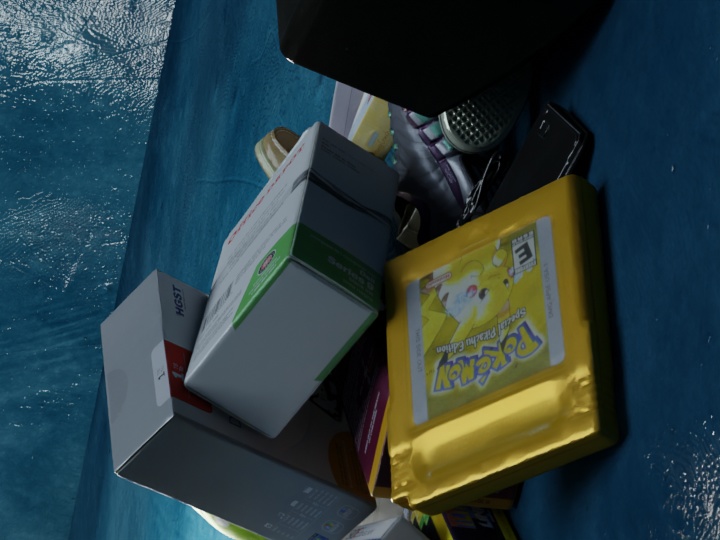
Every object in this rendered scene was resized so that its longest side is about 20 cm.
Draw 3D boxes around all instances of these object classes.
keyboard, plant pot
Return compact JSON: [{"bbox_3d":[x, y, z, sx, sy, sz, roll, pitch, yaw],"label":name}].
[{"bbox_3d":[0.100,-0.030,1.618,0.200,0.021,0.127,-61,25,14],"label":"keyboard"},{"bbox_3d":[0.039,-0.232,1.615,0.178,0.200,0.200,-52,30,36],"label":"plant pot"}]

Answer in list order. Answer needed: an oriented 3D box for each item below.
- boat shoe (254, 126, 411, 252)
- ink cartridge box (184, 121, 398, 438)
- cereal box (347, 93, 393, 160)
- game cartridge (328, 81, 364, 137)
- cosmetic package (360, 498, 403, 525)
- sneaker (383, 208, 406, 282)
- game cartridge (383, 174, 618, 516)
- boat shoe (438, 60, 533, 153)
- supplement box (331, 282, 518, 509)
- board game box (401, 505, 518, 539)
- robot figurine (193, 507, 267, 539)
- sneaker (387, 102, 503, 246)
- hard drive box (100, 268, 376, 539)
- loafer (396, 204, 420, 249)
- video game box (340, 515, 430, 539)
[{"bbox_3d":[0.001,-0.065,1.875,0.066,0.200,0.074,-57,-10,29],"label":"boat shoe"},{"bbox_3d":[-0.048,0.003,1.666,0.146,0.084,0.200,-50,16,30],"label":"ink cartridge box"},{"bbox_3d":[0.040,-0.190,1.918,0.144,0.039,0.200,121,170,-60],"label":"cereal box"},{"bbox_3d":[0.005,-0.175,2.067,0.133,0.040,0.200,-54,-23,-59],"label":"game cartridge"},{"bbox_3d":[0.006,0.187,1.887,0.200,0.082,0.051,-150,65,-77],"label":"cosmetic package"},{"bbox_3d":[0.000,0.000,1.803,0.078,0.200,0.090,-34,1,29],"label":"sneaker"},{"bbox_3d":[0.090,0.053,1.506,0.176,0.032,0.200,-26,49,33],"label":"game cartridge"},{"bbox_3d":[0.094,-0.169,1.725,0.062,0.074,0.200,108,169,-57],"label":"boat shoe"},{"bbox_3d":[0.051,0.090,1.675,0.200,0.110,0.086,-111,31,-64],"label":"supplement box"},{"bbox_3d":[0.067,0.251,1.647,0.200,0.057,0.166,-116,36,-67],"label":"board game box"},{"bbox_3d":[-0.095,0.166,1.892,0.200,0.115,0.176,-166,55,-75],"label":"robot figurine"},{"bbox_3d":[0.040,-0.103,1.741,0.087,0.074,0.200,-37,61,27],"label":"sneaker"},{"bbox_3d":[-0.095,0.112,1.706,0.077,0.200,0.156,-43,38,28],"label":"hard drive box"},{"bbox_3d":[0.067,-0.103,1.804,0.076,0.067,0.201,137,138,-70],"label":"loafer"},{"bbox_3d":[-0.038,0.271,1.640,0.200,0.047,0.182,-48,1,-16],"label":"video game box"}]
